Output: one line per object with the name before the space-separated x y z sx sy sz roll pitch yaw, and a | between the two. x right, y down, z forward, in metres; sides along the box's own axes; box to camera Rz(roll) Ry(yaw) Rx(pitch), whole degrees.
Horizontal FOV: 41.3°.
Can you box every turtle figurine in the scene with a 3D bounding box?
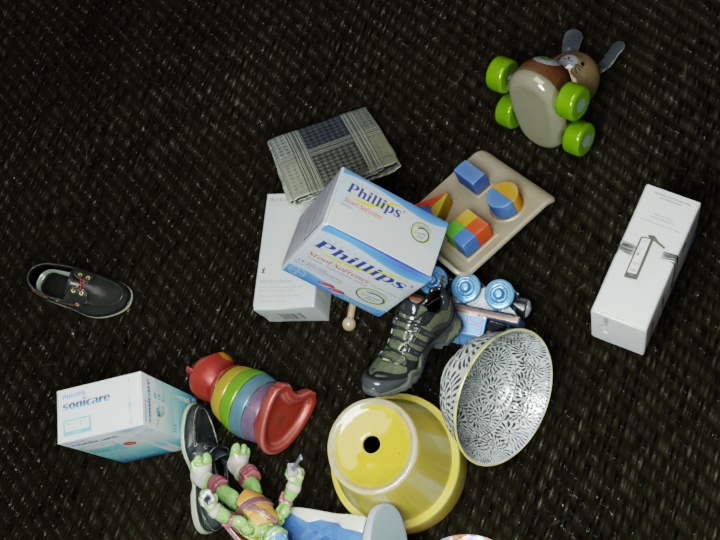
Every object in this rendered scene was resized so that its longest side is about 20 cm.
turtle figurine | -0.161 0.298 1.360 0.144 0.201 0.193 -41 38 -16

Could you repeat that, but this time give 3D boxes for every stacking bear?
stacking bear | -0.189 0.195 1.505 0.198 0.121 0.115 25 89 32

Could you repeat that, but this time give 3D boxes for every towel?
towel | -0.047 -0.188 1.589 0.190 0.035 0.201 -20 41 -5

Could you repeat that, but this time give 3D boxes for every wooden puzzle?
wooden puzzle | 0.173 -0.101 1.486 0.199 0.047 0.185 -38 44 -9

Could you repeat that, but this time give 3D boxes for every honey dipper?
honey dipper | 0.000 0.000 1.556 0.037 0.038 0.203 5 76 18

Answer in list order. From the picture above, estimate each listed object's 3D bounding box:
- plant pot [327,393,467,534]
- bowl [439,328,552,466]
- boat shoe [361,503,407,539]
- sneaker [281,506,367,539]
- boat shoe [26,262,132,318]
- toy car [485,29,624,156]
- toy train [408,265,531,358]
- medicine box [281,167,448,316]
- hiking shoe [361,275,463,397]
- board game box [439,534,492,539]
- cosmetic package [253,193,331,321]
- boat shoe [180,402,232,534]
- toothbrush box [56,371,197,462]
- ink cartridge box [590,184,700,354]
plant pot | 0.040 0.264 1.362 0.198 0.189 0.204 -6 68 15
bowl | 0.177 0.168 1.376 0.094 0.200 0.202 21 77 49
boat shoe | 0.009 0.414 1.264 0.090 0.070 0.203 -19 64 48
sneaker | -0.065 0.409 1.370 0.198 0.077 0.112 -5 51 36
boat shoe | -0.496 0.034 1.681 0.198 0.063 0.075 11 72 19
toy car | 0.326 -0.310 1.512 0.163 0.158 0.200 29 70 34
toy train | 0.158 0.064 1.458 0.197 0.087 0.116 12 84 18
medicine box | 0.003 -0.037 1.433 0.180 0.200 0.104 26 64 -13
hiking shoe | 0.062 0.091 1.349 0.075 0.102 0.200 12 43 42
board game box | 0.143 0.473 1.335 0.156 0.039 0.202 -23 65 8
cosmetic package | -0.103 -0.022 1.568 0.111 0.081 0.203 -3 71 17
boat shoe | -0.231 0.303 1.483 0.065 0.074 0.202 -16 71 29
toothbrush box | -0.358 0.232 1.489 0.144 0.200 0.087 -13 67 11
ink cartridge box | 0.407 0.003 1.365 0.083 0.146 0.202 22 79 21
